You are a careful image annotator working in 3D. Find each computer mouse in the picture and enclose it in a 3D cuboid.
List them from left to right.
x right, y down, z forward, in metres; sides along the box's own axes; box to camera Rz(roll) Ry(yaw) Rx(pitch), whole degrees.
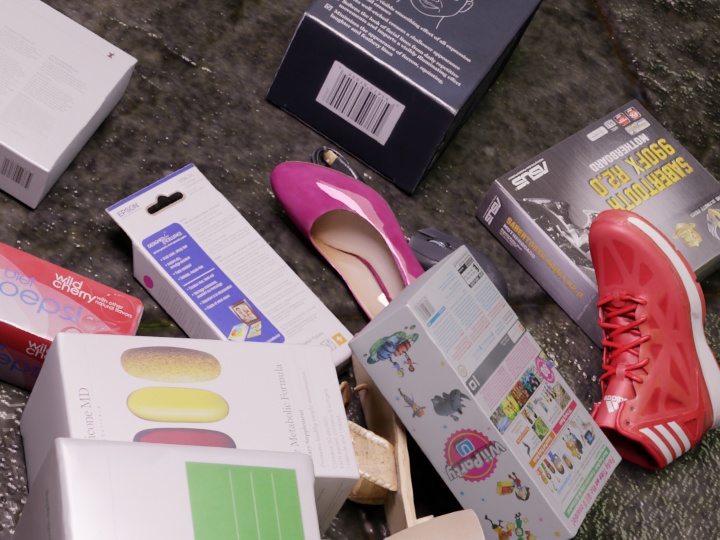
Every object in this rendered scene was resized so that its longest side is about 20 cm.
[{"bbox_3d":[0.039,-0.036,1.785,0.200,0.034,0.059,39,48,8],"label":"computer mouse"}]

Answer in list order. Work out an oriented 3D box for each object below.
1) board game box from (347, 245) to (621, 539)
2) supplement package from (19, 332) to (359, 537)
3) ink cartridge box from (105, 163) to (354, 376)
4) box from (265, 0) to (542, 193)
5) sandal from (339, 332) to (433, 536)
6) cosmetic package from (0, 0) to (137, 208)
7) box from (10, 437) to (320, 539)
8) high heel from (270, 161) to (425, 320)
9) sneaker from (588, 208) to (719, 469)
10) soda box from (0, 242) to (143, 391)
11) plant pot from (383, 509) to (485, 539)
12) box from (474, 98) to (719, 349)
[{"bbox_3d":[0.092,0.096,1.611,0.201,0.064,0.148,53,27,-2],"label":"board game box"},{"bbox_3d":[-0.118,0.121,1.525,0.198,0.110,0.114,3,51,-24],"label":"supplement package"},{"bbox_3d":[-0.098,0.015,1.676,0.094,0.037,0.200,-31,73,-40],"label":"ink cartridge box"},{"bbox_3d":[0.040,-0.189,1.861,0.148,0.107,0.200,34,47,4],"label":"box"},{"bbox_3d":[-0.001,0.143,1.592,0.069,0.078,0.213,-10,66,-16],"label":"sandal"},{"bbox_3d":[-0.291,-0.155,1.709,0.199,0.052,0.151,31,48,1],"label":"cosmetic package"},{"bbox_3d":[-0.122,0.236,1.366,0.170,0.200,0.200,5,52,-20],"label":"box"},{"bbox_3d":[0.000,0.000,1.715,0.200,0.067,0.096,44,35,-5],"label":"high heel"},{"bbox_3d":[0.209,0.061,1.714,0.115,0.078,0.201,-40,108,-37],"label":"sneaker"},{"bbox_3d":[-0.256,0.026,1.569,0.199,0.064,0.070,22,46,-8],"label":"soda box"},{"bbox_3d":[0.022,0.264,1.441,0.133,0.201,0.202,-9,54,-4],"label":"plant pot"},{"bbox_3d":[0.215,-0.042,1.866,0.199,0.048,0.159,-29,69,-39],"label":"box"}]
